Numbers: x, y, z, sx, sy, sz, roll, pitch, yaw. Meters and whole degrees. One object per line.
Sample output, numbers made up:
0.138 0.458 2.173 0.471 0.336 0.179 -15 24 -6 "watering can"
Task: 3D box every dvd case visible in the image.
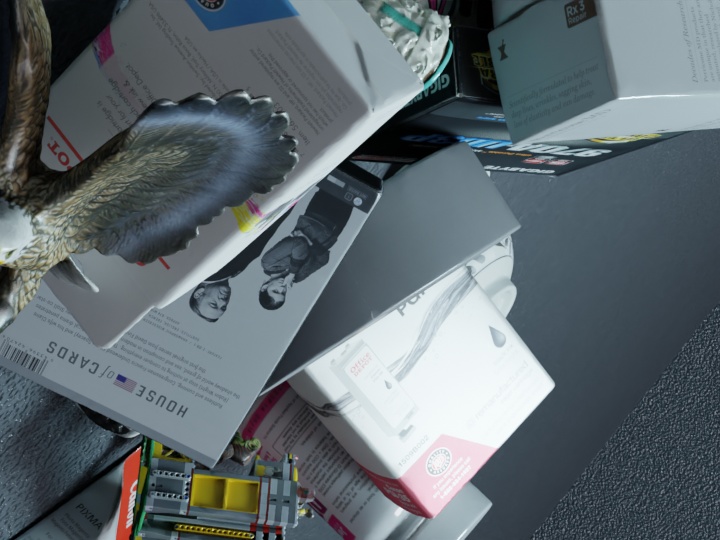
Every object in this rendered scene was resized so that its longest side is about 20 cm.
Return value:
-0.100 -0.001 0.843 0.201 0.150 0.025 -58 -169 23 "dvd case"

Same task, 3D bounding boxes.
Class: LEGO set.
-0.090 0.136 1.047 0.201 0.115 0.155 110 -15 -50 "LEGO set"

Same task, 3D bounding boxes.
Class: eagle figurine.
-0.132 -0.042 0.646 0.151 0.151 0.200 22 113 -41 "eagle figurine"

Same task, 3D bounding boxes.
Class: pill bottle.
0.003 0.157 1.252 0.113 0.200 0.113 -45 168 -12 "pill bottle"

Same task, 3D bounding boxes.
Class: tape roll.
0.000 0.000 0.962 0.200 0.066 0.200 -33 177 -2 "tape roll"

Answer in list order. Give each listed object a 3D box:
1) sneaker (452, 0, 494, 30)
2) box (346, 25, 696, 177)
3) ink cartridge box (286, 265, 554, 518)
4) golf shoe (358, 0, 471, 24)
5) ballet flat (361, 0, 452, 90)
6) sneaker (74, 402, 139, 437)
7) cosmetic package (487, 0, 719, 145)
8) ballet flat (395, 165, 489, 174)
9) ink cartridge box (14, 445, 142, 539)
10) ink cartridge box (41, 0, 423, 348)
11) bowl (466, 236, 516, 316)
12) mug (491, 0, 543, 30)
0.100 -0.190 1.056 0.085 0.077 0.200 -41 170 -39 "sneaker"
0.097 -0.104 0.987 0.199 0.046 0.159 2 170 -32 "box"
0.025 0.059 1.134 0.147 0.200 0.083 -45 -157 -13 "ink cartridge box"
0.021 -0.176 0.887 0.092 0.073 0.200 -48 161 -1 "golf shoe"
-0.025 -0.114 0.872 0.072 0.072 0.200 -35 -172 -36 "ballet flat"
-0.128 0.024 0.941 0.081 0.075 0.201 -44 164 -47 "sneaker"
0.184 -0.122 0.892 0.199 0.075 0.101 -9 175 -31 "cosmetic package"
0.034 -0.026 1.212 0.200 0.069 0.069 -50 162 23 "ballet flat"
-0.198 0.218 1.172 0.199 0.057 0.163 -31 154 -33 "ink cartridge box"
-0.083 -0.066 0.741 0.200 0.115 0.068 -39 179 29 "ink cartridge box"
0.073 0.019 1.333 0.201 0.094 0.201 -43 159 -21 "bowl"
0.147 -0.228 0.916 0.149 0.154 0.186 -16 172 34 "mug"
